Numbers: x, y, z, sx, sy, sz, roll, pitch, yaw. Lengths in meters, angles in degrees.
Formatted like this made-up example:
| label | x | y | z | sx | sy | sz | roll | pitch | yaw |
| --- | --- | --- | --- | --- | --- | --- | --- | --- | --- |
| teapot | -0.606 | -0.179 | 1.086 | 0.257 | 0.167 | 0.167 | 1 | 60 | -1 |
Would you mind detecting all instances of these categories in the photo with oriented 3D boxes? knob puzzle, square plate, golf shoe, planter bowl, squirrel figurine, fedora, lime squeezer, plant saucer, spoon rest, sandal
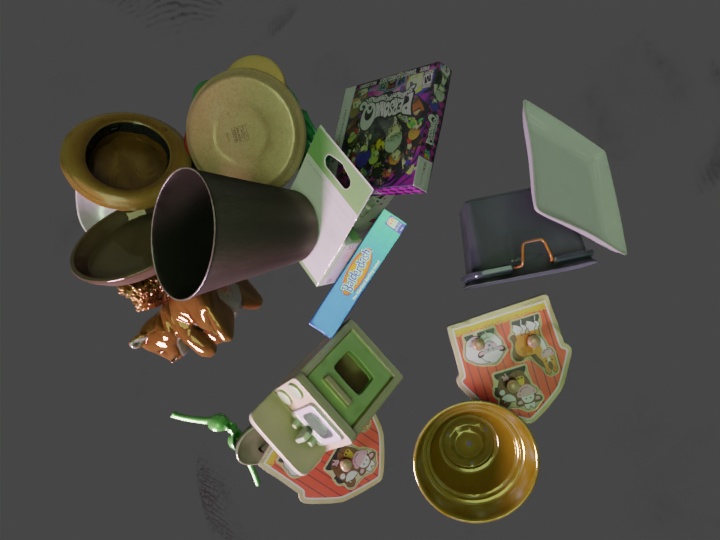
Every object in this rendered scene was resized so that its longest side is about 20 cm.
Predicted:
| label | x | y | z | sx | sy | sz | roll | pitch | yaw |
| --- | --- | --- | --- | --- | --- | --- | --- | --- | --- |
| knob puzzle | 0.258 | 0.162 | 0.879 | 0.218 | 0.030 | 0.221 | 0 | 95 | 2 |
| square plate | 0.312 | -0.134 | 0.783 | 0.199 | 0.028 | 0.199 | 19 | 59 | -28 |
| golf shoe | 0.013 | -0.123 | 0.847 | 0.072 | 0.092 | 0.200 | 37 | 97 | -3 |
| planter bowl | 0.186 | 0.301 | 0.874 | 0.199 | 0.083 | 0.202 | 0 | 95 | 3 |
| knob puzzle | -0.040 | 0.298 | 0.879 | 0.218 | 0.030 | 0.221 | 2 | 83 | -18 |
| squirrel figurine | -0.298 | 0.054 | 0.855 | 0.186 | 0.142 | 0.200 | -28 | 111 | 21 |
| fedora | -0.365 | -0.159 | 0.832 | 0.199 | 0.082 | 0.202 | 10 | 55 | -15 |
| lime squeezer | -0.238 | 0.295 | 0.917 | 0.200 | 0.038 | 0.071 | 39 | 95 | -1 |
| plant saucer | -0.340 | -0.045 | 0.804 | 0.199 | 0.201 | 0.030 | -13 | 131 | 4 |
| spoon rest | -0.442 | -0.145 | 0.883 | 0.099 | 0.061 | 0.201 | -17 | 92 | 4 |
| sandal | -0.115 | 0.292 | 0.896 | 0.200 | 0.057 | 0.080 | -6 | 99 | -2 |

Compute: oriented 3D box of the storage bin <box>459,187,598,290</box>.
| label | x | y | z | sx | sy | sz | roll | pitch | yaw |
| --- | --- | --- | --- | --- | --- | --- | --- | --- | --- |
| storage bin | 0.247 | -0.054 | 0.825 | 0.199 | 0.146 | 0.135 | -12 | 84 | 3 |

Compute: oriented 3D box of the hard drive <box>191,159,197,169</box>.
| label | x | y | z | sx | sy | sz | roll | pitch | yaw |
| --- | --- | --- | --- | --- | --- | --- | --- | --- | --- |
| hard drive | -0.244 | -0.127 | 0.883 | 0.134 | 0.042 | 0.201 | 20 | 96 | 1 |

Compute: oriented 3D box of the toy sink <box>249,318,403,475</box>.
| label | x | y | z | sx | sy | sz | roll | pitch | yaw |
| --- | --- | --- | --- | --- | --- | --- | --- | --- | --- |
| toy sink | -0.050 | 0.195 | 0.814 | 0.130 | 0.112 | 0.200 | 48 | 54 | -1 |

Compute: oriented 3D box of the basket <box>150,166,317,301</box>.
| label | x | y | z | sx | sy | sz | roll | pitch | yaw |
| --- | --- | --- | --- | --- | --- | --- | --- | --- | --- |
| basket | -0.168 | -0.055 | 0.746 | 0.136 | 0.199 | 0.181 | 38 | 118 | 28 |

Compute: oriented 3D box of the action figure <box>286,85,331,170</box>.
| label | x | y | z | sx | sy | sz | roll | pitch | yaw |
| --- | --- | --- | --- | --- | --- | --- | --- | --- | --- |
| action figure | -0.113 | -0.224 | 0.864 | 0.200 | 0.055 | 0.118 | 43 | 94 | -4 |

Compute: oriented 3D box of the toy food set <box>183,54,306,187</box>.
| label | x | y | z | sx | sy | sz | roll | pitch | yaw |
| --- | --- | --- | --- | --- | --- | --- | --- | --- | --- |
| toy food set | -0.179 | -0.211 | 0.813 | 0.197 | 0.049 | 0.201 | -28 | 97 | 13 |

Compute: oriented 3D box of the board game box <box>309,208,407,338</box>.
| label | x | y | z | sx | sy | sz | roll | pitch | yaw |
| --- | --- | --- | --- | --- | --- | --- | --- | --- | --- |
| board game box | 0.000 | 0.000 | 0.826 | 0.045 | 0.152 | 0.201 | 34 | 94 | 1 |

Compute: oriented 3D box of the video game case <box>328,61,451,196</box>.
| label | x | y | z | sx | sy | sz | roll | pitch | yaw |
| --- | --- | --- | --- | --- | --- | --- | --- | --- | --- |
| video game case | 0.034 | -0.202 | 0.789 | 0.036 | 0.199 | 0.182 | 18 | 82 | -42 |

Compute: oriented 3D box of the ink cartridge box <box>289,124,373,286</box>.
| label | x | y | z | sx | sy | sz | roll | pitch | yaw |
| --- | --- | --- | --- | --- | --- | --- | --- | --- | --- |
| ink cartridge box | -0.051 | -0.095 | 0.802 | 0.146 | 0.048 | 0.200 | 53 | 129 | 24 |
